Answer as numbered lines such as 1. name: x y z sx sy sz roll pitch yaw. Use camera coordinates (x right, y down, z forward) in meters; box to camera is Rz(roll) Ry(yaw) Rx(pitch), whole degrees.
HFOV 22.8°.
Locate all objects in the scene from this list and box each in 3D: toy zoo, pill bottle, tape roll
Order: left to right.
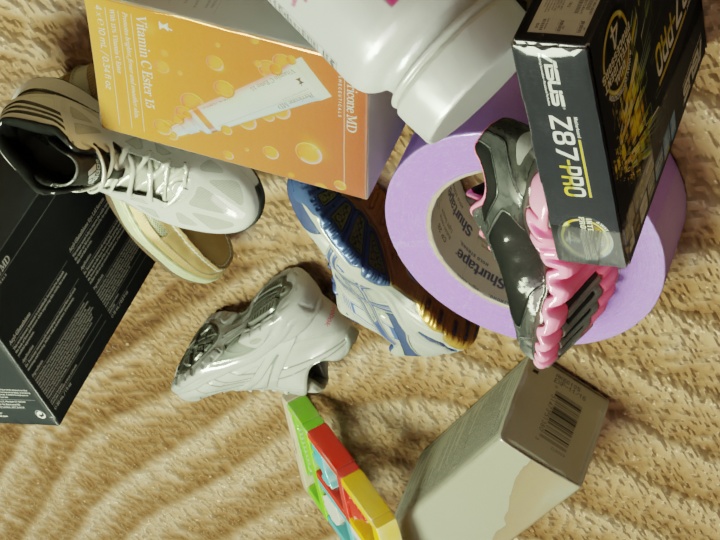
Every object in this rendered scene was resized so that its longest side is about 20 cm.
1. toy zoo: -0.004 0.206 1.512 0.200 0.020 0.132 50 160 41
2. pill bottle: 0.006 -0.178 1.055 0.200 0.113 0.113 46 141 7
3. tape roll: 0.120 -0.040 1.231 0.199 0.066 0.201 16 139 14

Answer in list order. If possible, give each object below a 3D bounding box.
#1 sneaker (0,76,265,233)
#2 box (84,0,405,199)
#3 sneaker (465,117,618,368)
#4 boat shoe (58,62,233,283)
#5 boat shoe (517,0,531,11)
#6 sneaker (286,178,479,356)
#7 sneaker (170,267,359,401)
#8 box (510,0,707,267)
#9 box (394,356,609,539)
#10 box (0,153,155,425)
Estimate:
1. sneaker: -0.168 -0.063 1.259 0.200 0.115 0.076 23 113 -3
2. box: -0.071 -0.145 1.192 0.199 0.098 0.125 15 140 13
3. sneaker: 0.112 -0.021 1.164 0.095 0.079 0.201 31 146 30
4. boat shoe: -0.152 -0.073 1.346 0.076 0.072 0.200 -24 120 30
5. boat shoe: 0.112 -0.198 1.068 0.064 0.071 0.201 -24 131 0
6. sneaker: 0.000 0.000 1.334 0.088 0.075 0.200 -19 123 42
7. sneaker: -0.079 0.077 1.465 0.099 0.078 0.200 38 141 -20
8. box: 0.146 -0.128 1.009 0.049 0.200 0.162 7 137 22
9. box: 0.109 0.160 1.440 0.078 0.095 0.200 31 143 -7
10. box: -0.246 -0.003 1.366 0.078 0.200 0.142 1 134 28
